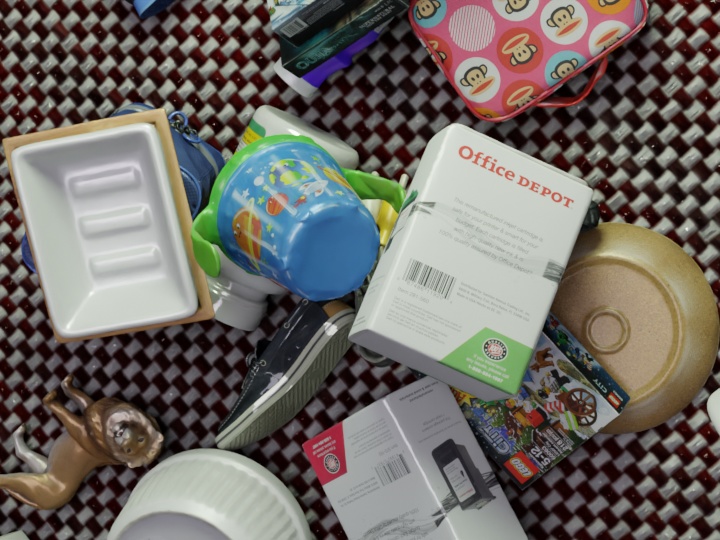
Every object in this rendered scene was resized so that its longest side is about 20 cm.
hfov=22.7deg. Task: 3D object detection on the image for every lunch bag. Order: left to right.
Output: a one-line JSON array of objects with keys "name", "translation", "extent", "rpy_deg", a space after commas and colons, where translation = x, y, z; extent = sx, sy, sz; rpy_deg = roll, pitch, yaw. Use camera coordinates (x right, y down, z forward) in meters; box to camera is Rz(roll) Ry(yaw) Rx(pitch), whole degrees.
[{"name": "lunch bag", "translation": [-0.225, -0.070, 1.755], "extent": [0.136, 0.132, 0.200], "rpy_deg": [35, 106, -3]}, {"name": "lunch bag", "translation": [0.162, -0.233, 1.648], "extent": [0.200, 0.082, 0.176], "rpy_deg": [-31, 107, 15]}]

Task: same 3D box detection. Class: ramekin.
[{"name": "ramekin", "translation": [-0.155, 0.284, 1.735], "extent": [0.200, 0.105, 0.200], "rpy_deg": [5, 108, 17]}]

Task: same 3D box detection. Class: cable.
[{"name": "cable", "translation": [0.000, 0.000, 1.694], "extent": [0.097, 0.050, 0.200], "rpy_deg": [-13, 52, 26]}]

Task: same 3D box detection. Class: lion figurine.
[{"name": "lion figurine", "translation": [-0.294, 0.189, 1.824], "extent": [0.122, 0.072, 0.200], "rpy_deg": [45, 117, -2]}]

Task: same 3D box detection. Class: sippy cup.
[{"name": "sippy cup", "translation": [-0.051, -0.039, 1.605], "extent": [0.178, 0.140, 0.130], "rpy_deg": [-47, 36, -2]}]

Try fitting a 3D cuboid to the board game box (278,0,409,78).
[{"name": "board game box", "translation": [-0.025, -0.293, 1.678], "extent": [0.135, 0.028, 0.200], "rpy_deg": [-30, 50, 30]}]

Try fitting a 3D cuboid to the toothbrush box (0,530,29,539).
[{"name": "toothbrush box", "translation": [-0.356, 0.392, 1.831], "extent": [0.146, 0.085, 0.200], "rpy_deg": [-43, 80, 14]}]

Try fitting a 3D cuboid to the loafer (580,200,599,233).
[{"name": "loafer", "translation": [0.136, -0.015, 1.686], "extent": [0.200, 0.068, 0.070], "rpy_deg": [-19, 94, 22]}]

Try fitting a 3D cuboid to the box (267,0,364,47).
[{"name": "box", "translation": [-0.003, -0.309, 1.616], "extent": [0.200, 0.040, 0.137], "rpy_deg": [-31, 51, 26]}]

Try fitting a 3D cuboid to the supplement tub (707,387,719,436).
[{"name": "supplement tub", "translation": [0.418, 0.107, 1.569], "extent": [0.200, 0.132, 0.132], "rpy_deg": [-40, 80, 14]}]

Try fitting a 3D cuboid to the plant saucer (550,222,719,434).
[{"name": "plant saucer", "translation": [0.232, 0.055, 1.672], "extent": [0.200, 0.035, 0.200], "rpy_deg": [0, 91, 17]}]

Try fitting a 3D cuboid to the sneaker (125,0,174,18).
[{"name": "sneaker", "translation": [-0.169, -0.340, 1.765], "extent": [0.200, 0.070, 0.078], "rpy_deg": [-40, 85, 14]}]

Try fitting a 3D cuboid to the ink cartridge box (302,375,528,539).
[{"name": "ink cartridge box", "translation": [0.053, 0.217, 1.676], "extent": [0.145, 0.083, 0.200], "rpy_deg": [-33, 82, 47]}]

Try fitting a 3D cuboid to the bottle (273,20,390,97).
[{"name": "bottle", "translation": [-0.003, -0.255, 1.710], "extent": [0.065, 0.084, 0.200], "rpy_deg": [36, 103, -25]}]

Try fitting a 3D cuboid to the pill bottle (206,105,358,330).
[{"name": "pill bottle", "translation": [-0.092, -0.048, 1.727], "extent": [0.113, 0.113, 0.200], "rpy_deg": [29, 99, 14]}]

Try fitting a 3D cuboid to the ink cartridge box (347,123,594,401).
[{"name": "ink cartridge box", "translation": [0.097, -0.006, 1.565], "extent": [0.146, 0.084, 0.200], "rpy_deg": [25, 77, -9]}]

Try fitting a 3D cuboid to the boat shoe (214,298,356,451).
[{"name": "boat shoe", "translation": [-0.078, 0.098, 1.747], "extent": [0.062, 0.075, 0.200], "rpy_deg": [48, 111, 24]}]

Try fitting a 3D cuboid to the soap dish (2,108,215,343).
[{"name": "soap dish", "translation": [-0.227, -0.043, 1.651], "extent": [0.157, 0.081, 0.200], "rpy_deg": [-10, 104, 10]}]

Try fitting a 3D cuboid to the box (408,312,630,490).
[{"name": "box", "translation": [0.133, 0.090, 1.663], "extent": [0.200, 0.038, 0.137], "rpy_deg": [47, 123, 1]}]
